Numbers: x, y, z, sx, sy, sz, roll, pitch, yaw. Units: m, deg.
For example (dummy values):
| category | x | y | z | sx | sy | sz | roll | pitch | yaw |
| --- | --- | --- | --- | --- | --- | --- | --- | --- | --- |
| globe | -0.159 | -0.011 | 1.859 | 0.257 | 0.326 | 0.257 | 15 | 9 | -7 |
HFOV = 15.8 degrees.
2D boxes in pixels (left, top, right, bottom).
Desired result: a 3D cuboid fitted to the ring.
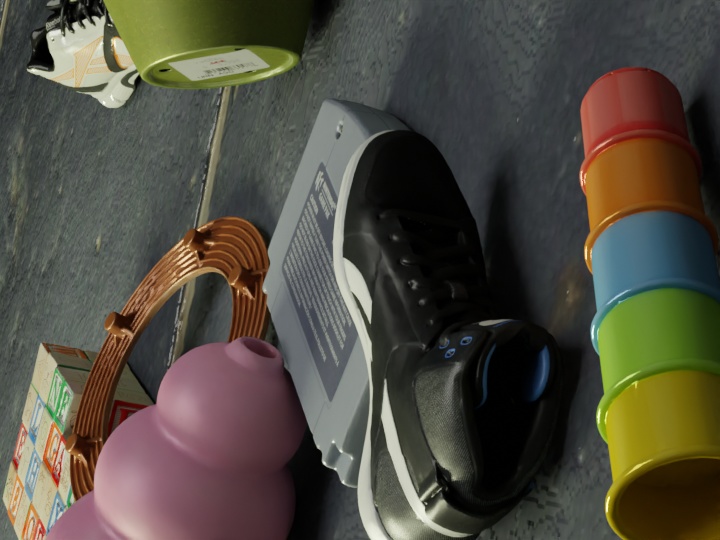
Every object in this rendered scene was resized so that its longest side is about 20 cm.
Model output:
| category | x | y | z | sx | sy | sz | roll | pitch | yaw |
| --- | --- | --- | --- | --- | --- | --- | --- | --- | --- |
| ring | -0.118 | 0.056 | 1.522 | 0.200 | 0.019 | 0.201 | -40 | 34 | 34 |

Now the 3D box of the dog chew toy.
| category | x | y | z | sx | sy | sz | roll | pitch | yaw |
| --- | --- | --- | --- | --- | --- | --- | --- | --- | --- |
| dog chew toy | -0.090 | 0.126 | 1.349 | 0.200 | 0.124 | 0.125 | -65 | 23 | 17 |

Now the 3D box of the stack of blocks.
| category | x | y | z | sx | sy | sz | roll | pitch | yaw |
| --- | --- | --- | --- | --- | --- | --- | --- | --- | --- |
| stack of blocks | -0.175 | 0.132 | 1.664 | 0.200 | 0.059 | 0.115 | -136 | 60 | -68 |

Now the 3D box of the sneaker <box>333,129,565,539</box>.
| category | x | y | z | sx | sy | sz | roll | pitch | yaw |
| --- | --- | --- | --- | --- | --- | --- | --- | --- | --- |
| sneaker | 0.045 | 0.018 | 1.112 | 0.112 | 0.073 | 0.200 | -38 | 52 | 57 |

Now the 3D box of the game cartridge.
| category | x | y | z | sx | sy | sz | roll | pitch | yaw |
| --- | --- | --- | --- | --- | --- | --- | --- | --- | --- |
| game cartridge | 0.000 | 0.000 | 1.288 | 0.200 | 0.041 | 0.133 | -112 | 35 | -58 |

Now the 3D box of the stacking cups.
| category | x | y | z | sx | sy | sz | roll | pitch | yaw |
| --- | --- | --- | --- | --- | --- | --- | --- | --- | --- |
| stacking cups | 0.106 | 0.005 | 0.948 | 0.061 | 0.060 | 0.200 | 121 | 153 | -44 |

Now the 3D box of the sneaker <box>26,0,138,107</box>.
| category | x | y | z | sx | sy | sz | roll | pitch | yaw |
| --- | --- | --- | --- | --- | --- | --- | --- | --- | --- |
| sneaker | -0.178 | -0.173 | 1.824 | 0.200 | 0.080 | 0.074 | 138 | 141 | -57 |

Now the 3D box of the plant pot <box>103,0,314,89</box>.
| category | x | y | z | sx | sy | sz | roll | pitch | yaw |
| --- | --- | --- | --- | --- | --- | --- | --- | --- | --- |
| plant pot | -0.090 | -0.213 | 1.494 | 0.187 | 0.187 | 0.200 | 152 | 113 | -65 |
